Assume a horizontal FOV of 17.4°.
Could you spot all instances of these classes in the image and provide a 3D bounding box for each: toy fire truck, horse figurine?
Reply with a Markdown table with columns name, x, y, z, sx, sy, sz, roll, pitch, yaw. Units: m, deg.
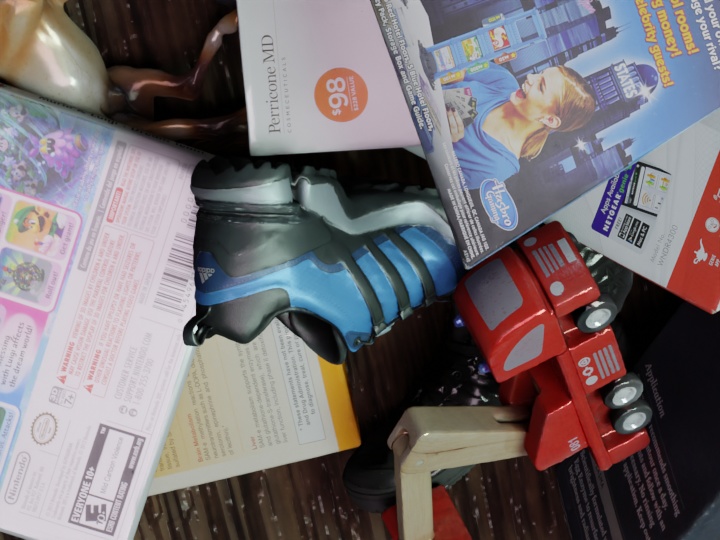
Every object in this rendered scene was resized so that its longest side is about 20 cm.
| name | x | y | z | sx | sy | sz | roll | pitch | yaw |
| --- | --- | --- | --- | --- | --- | --- | --- | --- | --- |
| toy fire truck | 0.065 | 0.073 | 1.122 | 0.140 | 0.049 | 0.200 | -28 | 142 | -1 |
| horse figurine | -0.123 | -0.100 | 1.096 | 0.132 | 0.050 | 0.200 | -30 | 124 | 24 |

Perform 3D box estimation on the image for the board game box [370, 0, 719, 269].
| name | x | y | z | sx | sy | sz | roll | pitch | yaw |
| --- | --- | --- | --- | --- | --- | --- | --- | --- | --- |
| board game box | 0.105 | -0.129 | 0.971 | 0.199 | 0.062 | 0.201 | -18 | 99 | 10 |

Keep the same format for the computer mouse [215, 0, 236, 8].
| name | x | y | z | sx | sy | sz | roll | pitch | yaw |
| --- | --- | --- | --- | --- | --- | --- | --- | --- | --- |
| computer mouse | -0.097 | -0.175 | 1.081 | 0.199 | 0.034 | 0.059 | 26 | 131 | -13 |

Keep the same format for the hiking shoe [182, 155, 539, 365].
| name | x | y | z | sx | sy | sz | roll | pitch | yaw |
| --- | --- | --- | --- | --- | --- | --- | --- | --- | --- |
| hiking shoe | 0.000 | 0.000 | 1.087 | 0.199 | 0.074 | 0.087 | 8 | 92 | -36 |

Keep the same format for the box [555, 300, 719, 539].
| name | x | y | z | sx | sy | sz | roll | pitch | yaw |
| --- | --- | --- | --- | --- | --- | --- | --- | --- | --- |
| box | 0.235 | 0.098 | 1.172 | 0.195 | 0.118 | 0.200 | 14 | 130 | -24 |

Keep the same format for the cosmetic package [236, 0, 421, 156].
| name | x | y | z | sx | sy | sz | roll | pitch | yaw |
| --- | --- | --- | --- | --- | --- | --- | --- | --- | --- |
| cosmetic package | 0.018 | -0.156 | 1.033 | 0.150 | 0.052 | 0.202 | -3 | 102 | 8 |

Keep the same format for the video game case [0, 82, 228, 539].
| name | x | y | z | sx | sy | sz | roll | pitch | yaw |
| --- | --- | --- | --- | --- | --- | --- | --- | --- | --- |
| video game case | -0.166 | 0.019 | 1.091 | 0.181 | 0.024 | 0.201 | 18 | 100 | -6 |

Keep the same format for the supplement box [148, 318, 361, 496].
| name | x | y | z | sx | sy | sz | roll | pitch | yaw |
| --- | --- | --- | --- | --- | --- | --- | --- | --- | --- |
| supplement box | -0.110 | 0.040 | 1.158 | 0.198 | 0.074 | 0.127 | -12 | 113 | -1 |

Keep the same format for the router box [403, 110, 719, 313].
| name | x | y | z | sx | sy | sz | roll | pitch | yaw |
| --- | --- | --- | --- | --- | --- | --- | --- | --- | --- |
| router box | 0.128 | -0.110 | 1.071 | 0.179 | 0.049 | 0.201 | 28 | 116 | 23 |

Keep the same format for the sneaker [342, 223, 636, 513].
| name | x | y | z | sx | sy | sz | roll | pitch | yaw |
| --- | --- | --- | --- | --- | --- | --- | --- | --- | --- |
| sneaker | 0.063 | 0.034 | 1.190 | 0.199 | 0.060 | 0.105 | -29 | 118 | 2 |
